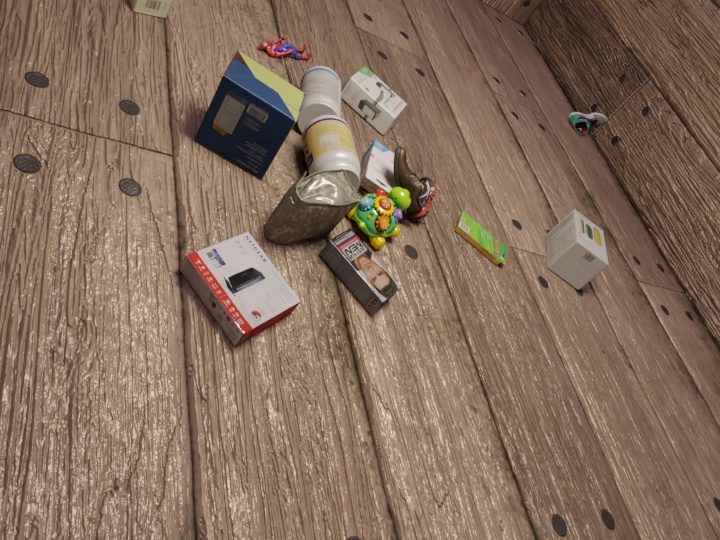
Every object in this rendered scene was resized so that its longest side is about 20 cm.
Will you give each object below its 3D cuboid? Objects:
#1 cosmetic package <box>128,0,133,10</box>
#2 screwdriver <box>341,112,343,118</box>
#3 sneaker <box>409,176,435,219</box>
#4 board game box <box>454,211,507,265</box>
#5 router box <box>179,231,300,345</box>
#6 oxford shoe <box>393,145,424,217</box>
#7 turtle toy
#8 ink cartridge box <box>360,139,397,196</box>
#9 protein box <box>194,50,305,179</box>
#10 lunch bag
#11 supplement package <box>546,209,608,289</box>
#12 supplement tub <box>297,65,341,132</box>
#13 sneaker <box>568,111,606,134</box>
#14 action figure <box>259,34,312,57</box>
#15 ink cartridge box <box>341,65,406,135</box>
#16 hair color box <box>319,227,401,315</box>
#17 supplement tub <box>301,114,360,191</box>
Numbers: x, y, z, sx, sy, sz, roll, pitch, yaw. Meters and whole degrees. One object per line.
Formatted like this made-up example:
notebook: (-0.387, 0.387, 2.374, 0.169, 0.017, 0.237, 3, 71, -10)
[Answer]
cosmetic package: (-0.609, -0.813, 1.691, 0.102, 0.073, 0.203, -4, 58, -42)
screwdriver: (-0.034, -0.361, 1.760, 0.029, 0.027, 0.206, -2, 82, -51)
sneaker: (0.182, -0.245, 1.849, 0.099, 0.069, 0.202, 63, 31, -29)
board game box: (0.394, -0.100, 1.960, 0.198, 0.030, 0.096, 37, 40, -5)
router box: (-0.249, 0.032, 1.265, 0.201, 0.049, 0.178, 51, 39, 9)
oxford shoe: (0.142, -0.259, 1.729, 0.073, 0.082, 0.205, -55, 135, -61)
turtle toy: (0.061, -0.163, 1.652, 0.146, 0.101, 0.199, 48, 48, 7)
ink cartridge box: (0.057, -0.283, 1.797, 0.114, 0.068, 0.203, 32, 40, -15)
protein box: (-0.272, -0.380, 1.493, 0.195, 0.200, 0.137, 28, 41, -17)
lunch bag: (-0.127, -0.152, 1.444, 0.197, 0.164, 0.119, -17, 71, -48)
supplement package: (0.773, -0.077, 2.167, 0.150, 0.151, 0.202, 32, 40, -11)
supplement tub: (-0.120, -0.496, 1.786, 0.129, 0.132, 0.204, 23, 42, -22)
sneaker: (1.204, -0.775, 3.187, 0.193, 0.085, 0.123, 3, 50, 4)
action figure: (-0.244, -0.716, 1.944, 0.197, 0.052, 0.066, -15, 69, -44)
ink cartridge box: (0.046, -0.573, 2.035, 0.199, 0.084, 0.147, 40, 39, -5)
hair color box: (0.000, 0.000, 1.501, 0.201, 0.061, 0.099, 49, 39, 6)
supplement tub: (-0.078, -0.302, 1.637, 0.142, 0.146, 0.204, 12, 48, -32)
